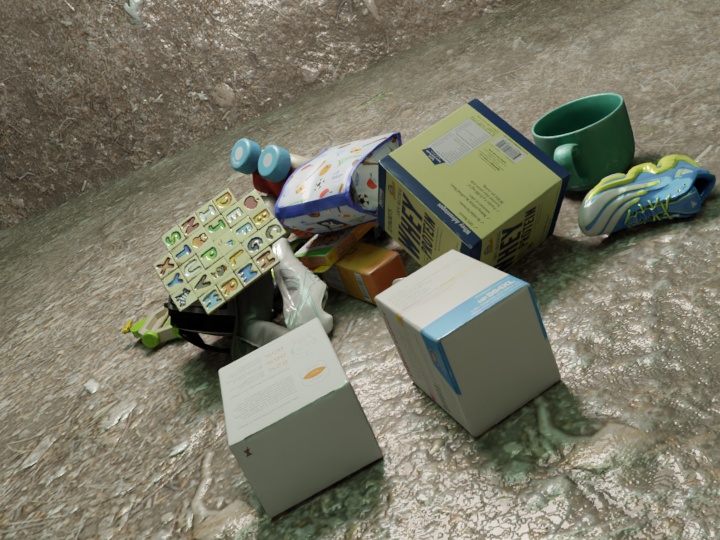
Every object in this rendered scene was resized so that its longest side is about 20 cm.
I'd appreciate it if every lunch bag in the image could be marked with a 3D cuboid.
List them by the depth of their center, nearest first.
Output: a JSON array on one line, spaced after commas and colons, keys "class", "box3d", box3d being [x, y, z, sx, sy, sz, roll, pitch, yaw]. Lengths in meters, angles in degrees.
[{"class": "lunch bag", "box3d": [-0.029, -0.134, 1.291, 0.167, 0.126, 0.200, -10, 19, 36]}]

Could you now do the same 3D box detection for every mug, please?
[{"class": "mug", "box3d": [0.352, -0.190, 1.253, 0.183, 0.116, 0.151, -33, 24, -17]}]

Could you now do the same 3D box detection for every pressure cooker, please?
[{"class": "pressure cooker", "box3d": [-0.230, 0.033, 1.292, 0.174, 0.206, 0.175, 4, 2, -24]}]

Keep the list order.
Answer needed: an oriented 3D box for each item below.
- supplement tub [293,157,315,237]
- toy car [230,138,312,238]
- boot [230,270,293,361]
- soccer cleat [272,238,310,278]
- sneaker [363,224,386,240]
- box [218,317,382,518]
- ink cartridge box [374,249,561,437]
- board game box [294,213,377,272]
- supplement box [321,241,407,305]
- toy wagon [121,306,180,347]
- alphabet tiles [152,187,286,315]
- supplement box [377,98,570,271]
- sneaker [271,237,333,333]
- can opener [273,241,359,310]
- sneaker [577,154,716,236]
[{"class": "supplement tub", "box3d": [-0.108, -0.155, 1.657, 0.120, 0.124, 0.201, -20, 24, 12]}, {"class": "toy car", "box3d": [-0.149, -0.115, 1.445, 0.182, 0.205, 0.175, 14, 4, -45]}, {"class": "boot", "box3d": [-0.131, 0.084, 1.133, 0.071, 0.187, 0.199, 1, 4, -23]}, {"class": "soccer cleat", "box3d": [-0.155, 0.005, 1.438, 0.083, 0.066, 0.199, 6, 38, 48]}, {"class": "sneaker", "box3d": [0.059, -0.112, 1.458, 0.194, 0.081, 0.131, -7, 39, 8]}, {"class": "box", "box3d": [-0.079, 0.169, 0.941, 0.150, 0.108, 0.200, -26, 22, -4]}, {"class": "ink cartridge box", "box3d": [0.115, 0.072, 0.915, 0.123, 0.131, 0.200, -29, 23, -12]}, {"class": "board game box", "box3d": [-0.036, -0.061, 1.335, 0.094, 0.030, 0.200, -2, 36, 47]}, {"class": "supplement box", "box3d": [0.000, 0.000, 1.281, 0.066, 0.070, 0.199, -33, 25, -20]}, {"class": "toy wagon", "box3d": [-0.369, 0.094, 1.506, 0.196, 0.040, 0.156, -19, 23, 18]}, {"class": "alphabet tiles", "box3d": [-0.216, -0.032, 1.188, 0.198, 0.006, 0.167, -36, 62, -5]}, {"class": "supplement box", "box3d": [0.157, -0.104, 1.131, 0.198, 0.136, 0.200, -34, 61, -21]}, {"class": "sneaker", "box3d": [-0.094, 0.030, 1.247, 0.078, 0.071, 0.204, -16, 58, -4]}, {"class": "can opener", "box3d": [-0.083, -0.002, 1.389, 0.199, 0.054, 0.066, -39, 25, -26]}, {"class": "sneaker", "box3d": [0.396, -0.100, 1.062, 0.197, 0.077, 0.105, -30, 23, -12]}]
